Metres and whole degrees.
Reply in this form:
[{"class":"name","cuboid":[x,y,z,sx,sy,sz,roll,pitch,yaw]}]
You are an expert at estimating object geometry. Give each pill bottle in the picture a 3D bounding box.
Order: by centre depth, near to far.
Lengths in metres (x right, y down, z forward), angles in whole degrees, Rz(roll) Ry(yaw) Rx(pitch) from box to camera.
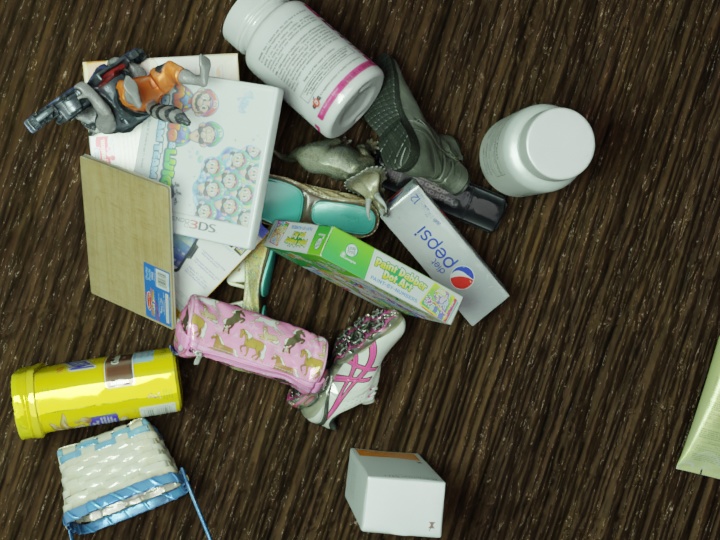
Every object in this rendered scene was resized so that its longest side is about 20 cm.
[{"class":"pill bottle","cuboid":[-0.076,-0.276,1.444,0.200,0.113,0.113,42,86,10]},{"class":"pill bottle","cuboid":[0.232,-0.157,1.455,0.114,0.200,0.115,0,91,-7]}]

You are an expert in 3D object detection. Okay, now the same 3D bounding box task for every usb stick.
[{"class":"usb stick","cuboid":[0.106,-0.110,1.526,0.199,0.033,0.056,22,98,-7]}]

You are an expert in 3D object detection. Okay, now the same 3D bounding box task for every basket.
[{"class":"basket","cuboid":[-0.293,0.303,1.423,0.176,0.139,0.201,-17,68,-5]}]

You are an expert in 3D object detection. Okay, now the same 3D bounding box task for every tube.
[{"class":"tube","cuboid":[0.507,0.193,1.574,0.058,0.052,0.201,15,93,35]}]

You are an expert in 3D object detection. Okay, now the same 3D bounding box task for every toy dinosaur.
[{"class":"toy dinosaur","cuboid":[-0.032,-0.146,1.460,0.199,0.102,0.077,28,107,10]}]

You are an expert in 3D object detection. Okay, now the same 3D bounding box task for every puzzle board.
[{"class":"puzzle board","cuboid":[-0.290,-0.036,1.406,0.150,0.017,0.201,21,124,28]}]

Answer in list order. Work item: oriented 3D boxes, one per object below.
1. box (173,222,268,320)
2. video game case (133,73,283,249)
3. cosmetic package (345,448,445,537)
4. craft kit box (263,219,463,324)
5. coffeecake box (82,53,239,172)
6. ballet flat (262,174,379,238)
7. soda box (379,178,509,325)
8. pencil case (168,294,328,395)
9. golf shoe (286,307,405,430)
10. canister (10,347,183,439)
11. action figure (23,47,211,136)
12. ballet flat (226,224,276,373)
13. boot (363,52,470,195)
[{"class":"box","cuboid":[-0.213,-0.036,1.448,0.119,0.041,0.200,44,109,-6]},{"class":"video game case","cuboid":[-0.196,-0.140,1.382,0.181,0.024,0.201,12,93,21]},{"class":"cosmetic package","cuboid":[0.041,0.285,1.441,0.101,0.200,0.072,6,90,-7]},{"class":"craft kit box","cuboid":[0.000,0.000,1.406,0.200,0.197,0.049,28,80,-24]},{"class":"coffeecake box","cuboid":[-0.255,-0.199,1.460,0.199,0.073,0.154,-4,93,-7]},{"class":"ballet flat","cuboid":[-0.073,-0.085,1.489,0.199,0.065,0.071,16,101,-6]},{"class":"soda box","cuboid":[0.111,-0.025,1.497,0.068,0.063,0.200,-40,101,8]},{"class":"pencil case","cuboid":[-0.137,0.096,1.412,0.199,0.083,0.087,18,78,-21]},{"class":"golf shoe","cuboid":[-0.004,0.131,1.485,0.092,0.073,0.200,40,111,-18]},{"class":"canister","cuboid":[-0.331,0.153,1.423,0.199,0.149,0.087,-8,92,-9]},{"class":"action figure","cuboid":[-0.292,-0.193,1.330,0.200,0.193,0.105,-42,111,-34]},{"class":"ballet flat","cuboid":[-0.151,0.036,1.483,0.070,0.071,0.201,6,92,-7]},{"class":"boot","cuboid":[0.075,-0.192,1.500,0.130,0.068,0.201,18,47,-41]}]
